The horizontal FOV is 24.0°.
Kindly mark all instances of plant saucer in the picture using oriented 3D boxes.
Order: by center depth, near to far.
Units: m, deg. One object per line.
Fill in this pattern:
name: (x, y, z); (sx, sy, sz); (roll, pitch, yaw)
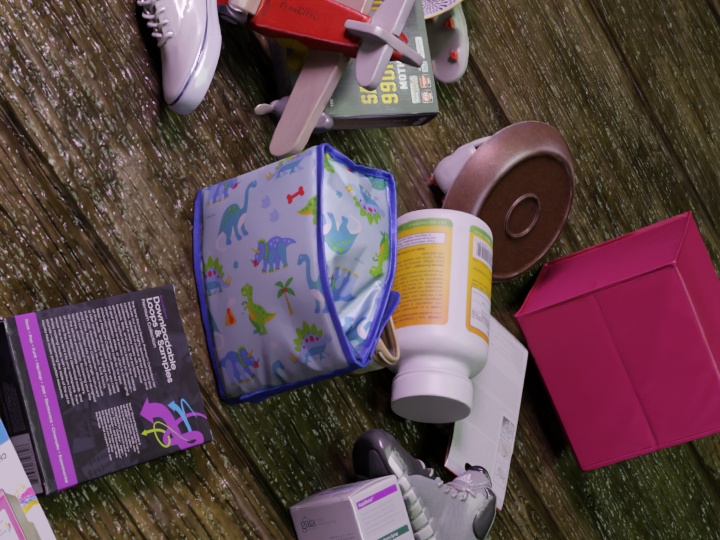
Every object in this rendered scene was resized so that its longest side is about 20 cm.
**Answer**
plant saucer: (0.168, -0.066, 1.855); (0.200, 0.034, 0.201); (-24, 130, -32)

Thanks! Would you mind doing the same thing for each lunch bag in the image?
lunch bag: (-0.058, 0.011, 1.524); (0.127, 0.170, 0.201); (22, 59, -42)

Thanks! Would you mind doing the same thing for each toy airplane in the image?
toy airplane: (-0.025, -0.226, 1.607); (0.200, 0.199, 0.141); (69, 12, 19)

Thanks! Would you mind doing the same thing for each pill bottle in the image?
pill bottle: (0.077, 0.049, 1.730); (0.111, 0.111, 0.201); (30, 55, -42)

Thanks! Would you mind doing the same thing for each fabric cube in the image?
fabric cube: (0.314, 0.079, 1.922); (0.200, 0.199, 0.196); (65, 23, -11)

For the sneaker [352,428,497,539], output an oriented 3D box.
sneaker: (0.072, 0.212, 1.671); (0.115, 0.075, 0.201); (-40, 120, -27)

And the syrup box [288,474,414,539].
syrup box: (0.011, 0.299, 1.577); (0.081, 0.078, 0.201); (-15, 88, -53)

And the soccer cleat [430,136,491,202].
soccer cleat: (0.158, -0.117, 1.905); (0.200, 0.078, 0.069); (-14, 68, -52)

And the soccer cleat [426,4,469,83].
soccer cleat: (0.087, -0.311, 1.918); (0.077, 0.069, 0.201); (-13, 85, -56)

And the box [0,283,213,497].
box: (-0.214, 0.096, 1.404); (0.200, 0.036, 0.144); (-12, 87, -52)

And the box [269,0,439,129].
box: (-0.013, -0.245, 1.718); (0.157, 0.048, 0.201); (-4, 78, -22)

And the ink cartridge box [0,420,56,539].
ink cartridge box: (-0.299, 0.205, 1.213); (0.144, 0.084, 0.201); (-35, 106, -52)

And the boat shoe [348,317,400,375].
boat shoe: (-0.001, 0.001, 1.687); (0.073, 0.063, 0.202); (10, 70, -50)

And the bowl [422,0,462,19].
bowl: (0.048, -0.372, 1.823); (0.094, 0.200, 0.202); (-71, 137, -76)

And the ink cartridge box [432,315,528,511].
ink cartridge box: (0.118, 0.146, 1.798); (0.109, 0.050, 0.201); (41, 48, -37)

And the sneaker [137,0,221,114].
sneaker: (-0.173, -0.237, 1.564); (0.071, 0.073, 0.201); (18, 55, -31)
